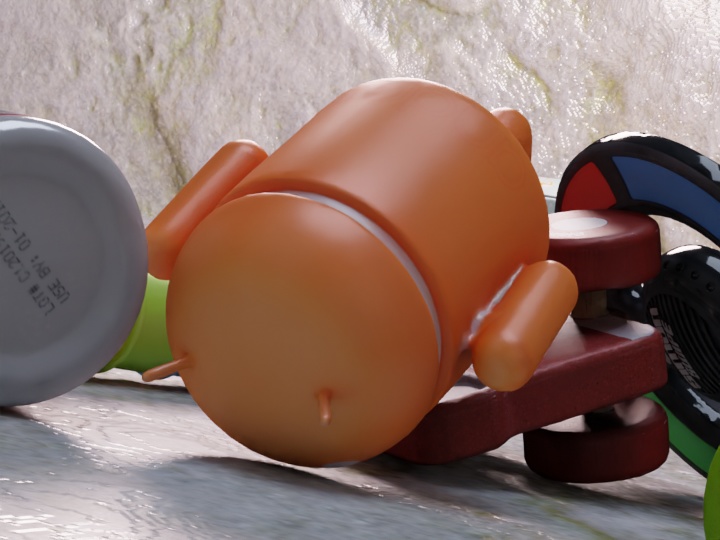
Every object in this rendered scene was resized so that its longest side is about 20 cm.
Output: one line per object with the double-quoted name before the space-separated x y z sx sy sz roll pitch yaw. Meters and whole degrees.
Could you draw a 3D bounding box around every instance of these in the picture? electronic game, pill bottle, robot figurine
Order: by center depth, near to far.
"robot figurine" -0.002 0.000 0.999 0.144 0.117 0.200 47 41 -3
"pill bottle" -0.168 -0.014 1.026 0.108 0.109 0.200 11 2 -27
"electronic game" 0.159 0.026 1.166 0.042 0.200 0.200 -34 25 -23

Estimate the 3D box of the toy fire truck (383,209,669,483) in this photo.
"toy fire truck" 0.035 0.035 1.139 0.168 0.113 0.200 -13 17 -33

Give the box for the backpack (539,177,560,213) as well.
"backpack" 0.164 -0.007 2.310 0.175 0.154 0.200 7 -5 -1

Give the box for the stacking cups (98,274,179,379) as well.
"stacking cups" -0.080 0.032 1.194 0.060 0.061 0.200 14 -2 42

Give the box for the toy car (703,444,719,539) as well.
"toy car" 0.221 0.091 0.755 0.164 0.158 0.200 8 32 -19
